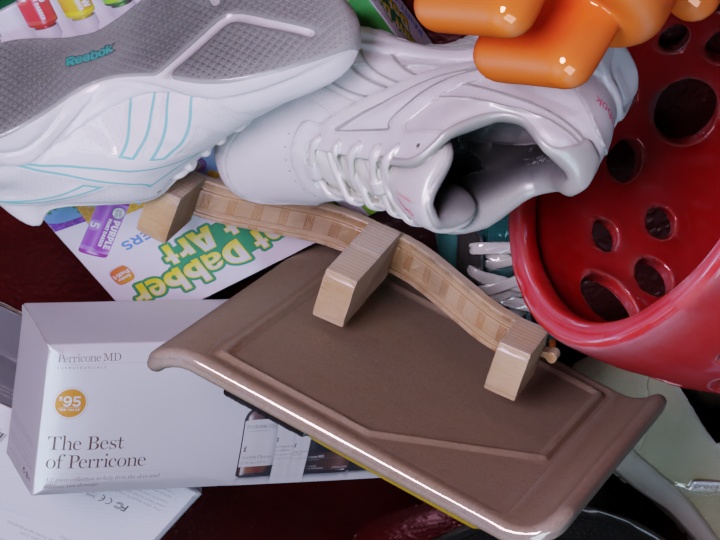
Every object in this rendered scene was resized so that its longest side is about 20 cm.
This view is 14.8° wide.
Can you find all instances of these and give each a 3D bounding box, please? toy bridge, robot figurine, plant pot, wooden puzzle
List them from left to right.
[{"bbox_3d":[0.000,0.000,1.276,0.199,0.067,0.027,24,118,10],"label":"toy bridge"},{"bbox_3d":[0.023,0.057,1.257,0.199,0.185,0.037,23,112,14],"label":"wooden puzzle"},{"bbox_3d":[0.100,-0.172,1.149,0.143,0.201,0.117,27,168,3],"label":"robot figurine"},{"bbox_3d":[0.194,-0.036,1.261,0.182,0.201,0.201,18,127,-31],"label":"plant pot"}]

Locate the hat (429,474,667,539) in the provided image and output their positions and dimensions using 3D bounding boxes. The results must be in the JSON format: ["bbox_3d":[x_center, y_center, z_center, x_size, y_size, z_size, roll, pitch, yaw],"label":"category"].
[{"bbox_3d":[0.110,0.148,1.480,0.200,0.081,0.201,6,148,4],"label":"hat"}]

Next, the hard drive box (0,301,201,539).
[{"bbox_3d":[-0.200,0.121,1.433,0.155,0.077,0.200,27,123,-25],"label":"hard drive box"}]

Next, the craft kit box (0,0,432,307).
[{"bbox_3d":[-0.075,-0.086,1.290,0.199,0.049,0.198,-27,131,17],"label":"craft kit box"}]

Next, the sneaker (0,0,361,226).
[{"bbox_3d":[-0.089,-0.076,1.231,0.199,0.071,0.080,-14,139,16],"label":"sneaker"}]

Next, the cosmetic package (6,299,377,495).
[{"bbox_3d":[-0.066,0.059,1.346,0.199,0.051,0.083,-2,113,-23],"label":"cosmetic package"}]

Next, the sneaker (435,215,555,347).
[{"bbox_3d":[0.070,0.026,1.371,0.071,0.080,0.201,-1,131,-4],"label":"sneaker"}]

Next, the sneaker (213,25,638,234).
[{"bbox_3d":[0.019,-0.056,1.217,0.199,0.100,0.078,-11,127,25],"label":"sneaker"}]

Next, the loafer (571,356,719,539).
[{"bbox_3d":[0.180,0.100,1.449,0.068,0.076,0.200,-45,128,10],"label":"loafer"}]
